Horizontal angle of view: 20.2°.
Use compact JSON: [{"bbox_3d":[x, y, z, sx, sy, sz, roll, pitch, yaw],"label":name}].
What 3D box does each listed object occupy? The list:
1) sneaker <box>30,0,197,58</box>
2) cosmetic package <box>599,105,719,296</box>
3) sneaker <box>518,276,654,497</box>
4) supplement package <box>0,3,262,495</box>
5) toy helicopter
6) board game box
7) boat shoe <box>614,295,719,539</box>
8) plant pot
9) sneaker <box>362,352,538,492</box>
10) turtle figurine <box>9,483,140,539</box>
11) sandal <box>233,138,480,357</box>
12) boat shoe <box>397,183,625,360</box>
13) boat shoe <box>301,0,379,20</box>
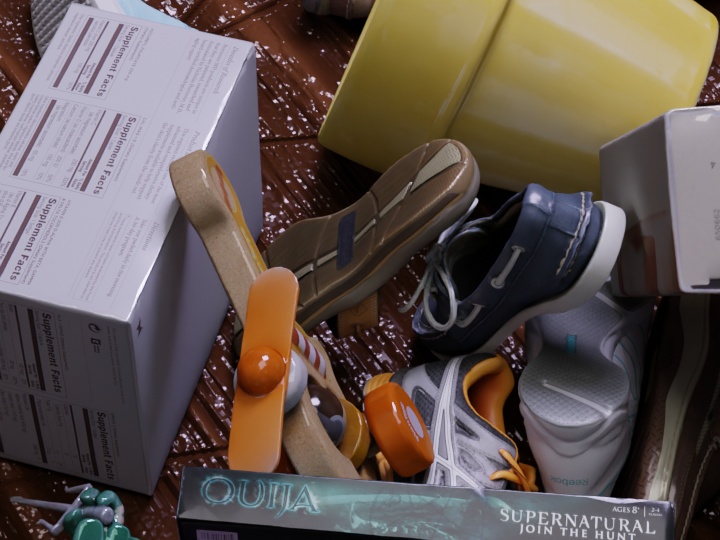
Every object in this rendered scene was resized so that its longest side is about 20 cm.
[{"bbox_3d":[-0.137,-0.133,1.257,0.082,0.074,0.200,0,38,-42],"label":"sneaker"},{"bbox_3d":[0.185,-0.031,1.008,0.103,0.200,0.088,-4,90,-1],"label":"cosmetic package"},{"bbox_3d":[0.119,0.062,1.095,0.070,0.081,0.201,3,27,13],"label":"sneaker"},{"bbox_3d":[-0.134,-0.012,1.091,0.110,0.156,0.201,13,52,10],"label":"supplement package"},{"bbox_3d":[-0.046,0.033,0.978,0.079,0.132,0.201,-28,82,12],"label":"toy helicopter"},{"bbox_3d":[0.025,0.131,0.856,0.198,0.136,0.028,5,58,1],"label":"board game box"},{"bbox_3d":[0.185,0.087,1.080,0.074,0.075,0.203,18,53,1],"label":"boat shoe"},{"bbox_3d":[0.098,-0.129,1.182,0.188,0.201,0.202,23,52,-3],"label":"plant pot"},{"bbox_3d":[0.055,0.122,1.029,0.077,0.078,0.201,-25,51,15],"label":"sneaker"},{"bbox_3d":[-0.168,0.161,0.955,0.149,0.200,0.101,-26,85,-22],"label":"turtle figurine"},{"bbox_3d":[0.000,0.000,1.091,0.054,0.200,0.081,35,41,-27],"label":"sandal"},{"bbox_3d":[0.067,0.001,1.065,0.062,0.200,0.075,25,72,-14],"label":"boat shoe"},{"bbox_3d":[0.024,-0.240,1.338,0.071,0.076,0.201,18,62,7],"label":"boat shoe"}]
